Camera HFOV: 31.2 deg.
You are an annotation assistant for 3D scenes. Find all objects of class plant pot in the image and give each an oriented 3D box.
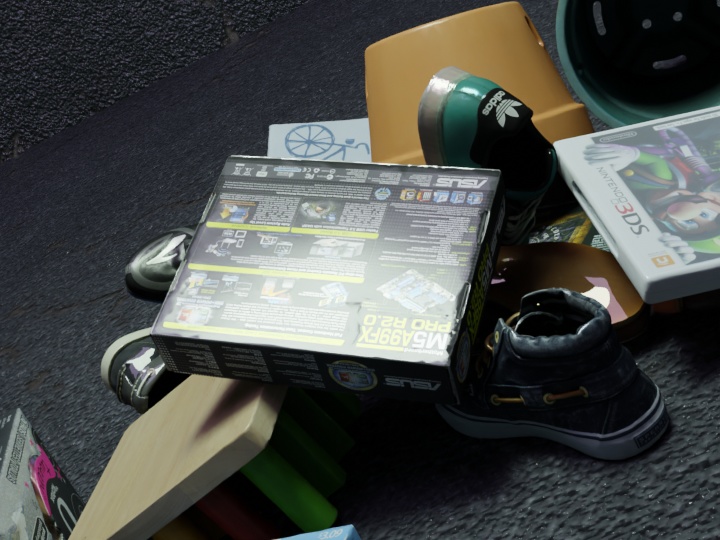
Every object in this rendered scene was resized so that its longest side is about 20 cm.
[{"bbox_3d":[0.277,-0.230,1.157,0.200,0.201,0.196,-24,11,15],"label":"plant pot"},{"bbox_3d":[0.088,-0.140,1.089,0.200,0.140,0.200,-17,5,2],"label":"plant pot"}]

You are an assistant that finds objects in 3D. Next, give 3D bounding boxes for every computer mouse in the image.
[{"bbox_3d":[0.121,-0.065,1.076,0.199,0.034,0.059,-11,3,-9],"label":"computer mouse"}]

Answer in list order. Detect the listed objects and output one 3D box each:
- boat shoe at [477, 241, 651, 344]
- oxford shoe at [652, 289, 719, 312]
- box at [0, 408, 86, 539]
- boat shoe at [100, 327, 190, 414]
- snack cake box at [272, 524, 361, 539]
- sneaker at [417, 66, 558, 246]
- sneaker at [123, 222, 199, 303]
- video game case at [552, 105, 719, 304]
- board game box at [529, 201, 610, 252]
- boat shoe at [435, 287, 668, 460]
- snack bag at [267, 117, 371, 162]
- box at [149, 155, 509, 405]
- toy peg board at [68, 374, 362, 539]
[{"bbox_3d":[0.114,0.021,0.908,0.200,0.070,0.070,11,56,36],"label":"boat shoe"},{"bbox_3d":[0.250,-0.032,0.885,0.072,0.071,0.200,4,36,22],"label":"oxford shoe"},{"bbox_3d":[-0.282,0.211,0.936,0.132,0.115,0.200,-28,20,1],"label":"box"},{"bbox_3d":[-0.114,0.063,1.081,0.200,0.072,0.068,-26,32,-29],"label":"boat shoe"},{"bbox_3d":[-0.088,0.217,0.717,0.200,0.067,0.115,-18,23,30],"label":"snack cake box"},{"bbox_3d":[0.100,-0.056,0.910,0.080,0.200,0.071,28,70,32],"label":"sneaker"},{"bbox_3d":[-0.115,-0.024,1.122,0.199,0.071,0.083,-14,-19,7],"label":"sneaker"},{"bbox_3d":[0.247,-0.056,0.839,0.199,0.023,0.182,-12,35,-5],"label":"video game case"},{"bbox_3d":[0.152,-0.009,0.999,0.200,0.028,0.135,-8,29,45],"label":"board game box"},{"bbox_3d":[0.103,0.055,0.813,0.071,0.091,0.200,-39,21,-26],"label":"boat shoe"},{"bbox_3d":[0.008,-0.087,1.228,0.199,0.021,0.189,-5,44,1],"label":"snack bag"},{"bbox_3d":[-0.016,0.000,0.839,0.199,0.044,0.160,4,53,18],"label":"box"},{"bbox_3d":[-0.094,0.143,0.910,0.199,0.098,0.200,-39,14,22],"label":"toy peg board"}]
